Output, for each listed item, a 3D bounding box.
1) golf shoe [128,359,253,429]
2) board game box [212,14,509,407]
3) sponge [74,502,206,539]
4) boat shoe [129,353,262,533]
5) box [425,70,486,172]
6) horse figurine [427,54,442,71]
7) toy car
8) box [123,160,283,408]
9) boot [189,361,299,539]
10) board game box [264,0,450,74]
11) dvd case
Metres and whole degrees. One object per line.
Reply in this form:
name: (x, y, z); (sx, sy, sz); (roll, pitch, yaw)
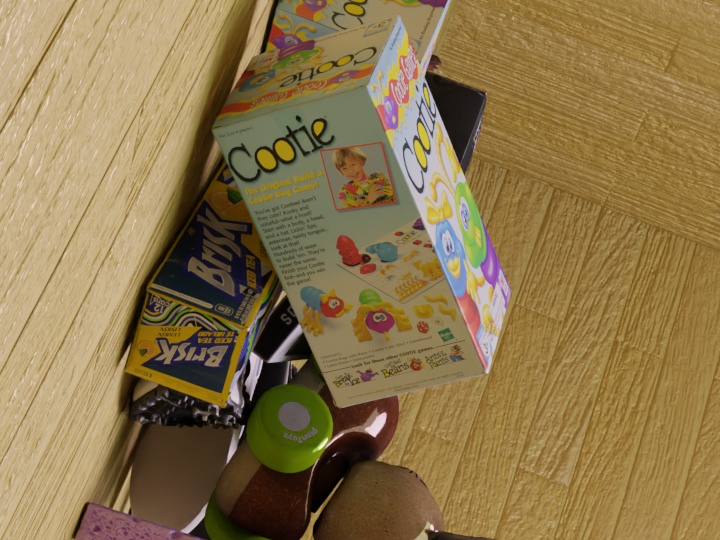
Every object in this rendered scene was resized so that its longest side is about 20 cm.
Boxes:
golf shoe: (-0.111, 0.058, 1.511); (0.200, 0.077, 0.095); (98, -5, -86)
board game box: (0.005, -0.035, 1.392); (0.103, 0.104, 0.201); (-68, 140, -57)
sponge: (-0.088, 0.202, 1.514); (0.112, 0.199, 0.030); (104, 6, -79)
boat shoe: (-0.114, 0.108, 1.668); (0.069, 0.072, 0.201); (65, 34, -63)
box: (0.005, -0.070, 1.911); (0.124, 0.148, 0.201); (89, 23, -80)
horse figurine: (-0.025, -0.105, 1.757); (0.200, 0.050, 0.133); (-45, 178, 33)
toy car: (0.015, 0.155, 1.556); (0.158, 0.200, 0.164); (-50, 173, -34)
box: (-0.084, 0.002, 1.437); (0.200, 0.070, 0.065); (-65, 175, -60)
boot: (-0.084, 0.144, 1.772); (0.154, 0.073, 0.205); (69, 31, -72)
board game box: (-0.014, -0.123, 1.565); (0.200, 0.103, 0.105); (108, 3, -49)
dvd case: (0.000, 0.000, 1.582); (0.150, 0.025, 0.200); (-50, 169, 8)
